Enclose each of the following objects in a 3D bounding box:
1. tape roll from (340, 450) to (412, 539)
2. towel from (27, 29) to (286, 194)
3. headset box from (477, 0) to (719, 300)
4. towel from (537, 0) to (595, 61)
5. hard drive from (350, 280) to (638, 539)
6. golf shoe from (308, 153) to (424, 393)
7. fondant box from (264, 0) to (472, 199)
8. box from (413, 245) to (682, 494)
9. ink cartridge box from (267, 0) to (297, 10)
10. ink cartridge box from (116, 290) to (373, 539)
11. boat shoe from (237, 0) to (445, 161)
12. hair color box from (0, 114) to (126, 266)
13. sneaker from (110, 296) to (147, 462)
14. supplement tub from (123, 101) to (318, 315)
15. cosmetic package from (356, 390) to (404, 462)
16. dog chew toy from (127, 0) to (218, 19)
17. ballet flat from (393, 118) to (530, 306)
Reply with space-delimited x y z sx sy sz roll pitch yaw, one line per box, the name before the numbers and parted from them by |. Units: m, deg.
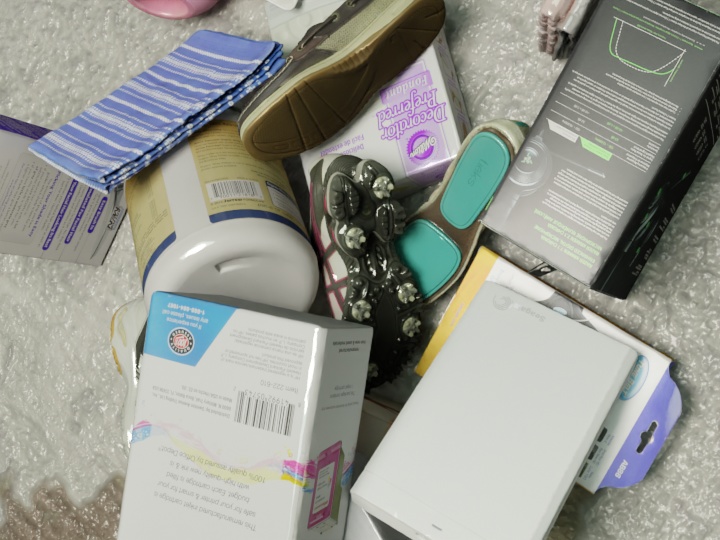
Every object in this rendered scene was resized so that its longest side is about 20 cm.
tape roll | -0.052 0.233 0.733 0.196 0.066 0.205 -1 88 25
towel | -0.170 -0.144 0.801 0.199 0.024 0.144 -41 40 -23
headset box | 0.185 -0.078 0.688 0.092 0.173 0.203 31 99 22
towel | 0.190 -0.247 0.690 0.032 0.200 0.193 32 101 5
hard drive | 0.099 0.112 0.688 0.130 0.026 0.201 25 62 21
golf shoe | 0.000 0.000 0.791 0.088 0.076 0.204 32 133 57
fondant box | 0.008 -0.165 0.838 0.142 0.058 0.204 -19 79 21
box | 0.153 0.082 0.762 0.198 0.041 0.121 33 99 20
ink cartridge box | -0.118 -0.324 0.814 0.197 0.068 0.118 28 69 -3
ink cartridge box | -0.083 0.127 0.670 0.142 0.084 0.205 10 91 26
boat shoe | -0.022 -0.168 0.779 0.198 0.074 0.065 -36 56 -5
hair color box | -0.303 -0.074 0.890 0.064 0.199 0.111 30 97 24
sneaker | -0.173 0.116 0.883 0.086 0.075 0.204 -20 78 21
supplement tub | -0.124 -0.045 0.812 0.144 0.144 0.202 -37 47 17
cosmetic package | -0.021 0.150 0.806 0.197 0.087 0.105 19 94 24
dog chew toy | -0.172 -0.347 0.905 0.122 0.124 0.205 4 79 24
ballet flat | 0.081 -0.042 0.789 0.068 0.062 0.201 46 127 12
